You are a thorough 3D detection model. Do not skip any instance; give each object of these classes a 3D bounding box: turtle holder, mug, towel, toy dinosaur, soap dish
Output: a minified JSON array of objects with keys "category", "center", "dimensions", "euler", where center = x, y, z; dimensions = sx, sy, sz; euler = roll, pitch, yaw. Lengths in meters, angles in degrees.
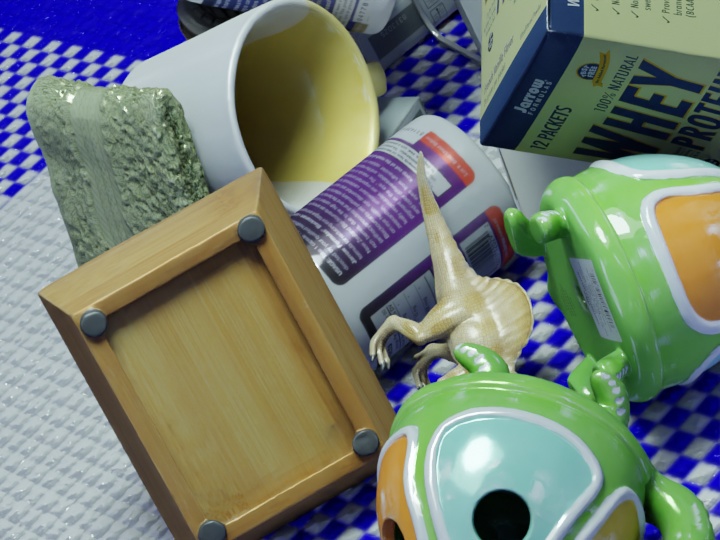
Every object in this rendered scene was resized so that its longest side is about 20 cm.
[{"category":"turtle holder","center":[0.172,0.005,1.538],"dimensions":[0.131,0.186,0.141],"euler":[-23,66,-7]},{"category":"mug","center":[-0.079,-0.094,1.807],"dimensions":[0.153,0.186,0.150],"euler":[-10,68,40]},{"category":"towel","center":[-0.151,-0.034,1.770],"dimensions":[0.148,0.201,0.036],"euler":[8,32,43]},{"category":"turtle holder","center":[0.094,0.142,1.422],"dimensions":[0.141,0.185,0.132],"euler":[-44,17,41]},{"category":"toy dinosaur","center":[0.060,0.035,1.610],"dimensions":[0.101,0.058,0.201],"euler":[-38,59,22]},{"category":"soap dish","center":[-0.079,0.063,1.580],"dimensions":[0.157,0.201,0.081],"euler":[-29,7,-1]}]

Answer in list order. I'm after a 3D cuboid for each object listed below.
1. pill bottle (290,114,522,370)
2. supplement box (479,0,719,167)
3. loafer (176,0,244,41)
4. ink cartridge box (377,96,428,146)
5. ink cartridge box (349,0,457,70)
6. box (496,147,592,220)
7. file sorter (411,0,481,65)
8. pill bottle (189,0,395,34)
[{"category":"pill bottle","center":[0.000,0.000,1.687],"dimensions":[0.200,0.112,0.111],"euler":[-38,34,-15]},{"category":"supplement box","center":[0.184,-0.176,1.569],"dimensions":[0.199,0.134,0.201],"euler":[8,62,-12]},{"category":"loafer","center":[-0.058,-0.186,1.906],"dimensions":[0.199,0.071,0.073],"euler":[-19,58,-44]},{"category":"ink cartridge box","center":[-0.063,-0.046,1.861],"dimensions":[0.173,0.044,0.200],"euler":[3,44,37]},{"category":"ink cartridge box","center":[0.008,-0.232,2.065],"dimensions":[0.162,0.050,0.200],"euler":[-40,29,-16]},{"category":"box","center":[0.160,-0.111,1.714],"dimensions":[0.094,0.078,0.200],"euler":[-12,24,23]},{"category":"file sorter","center":[0.125,-0.259,1.924],"dimensions":[0.200,0.139,0.124],"euler":[-37,31,-13]},{"category":"pill bottle","center":[-0.072,-0.237,1.804],"dimensions":[0.199,0.120,0.120],"euler":[9,33,-10]}]
